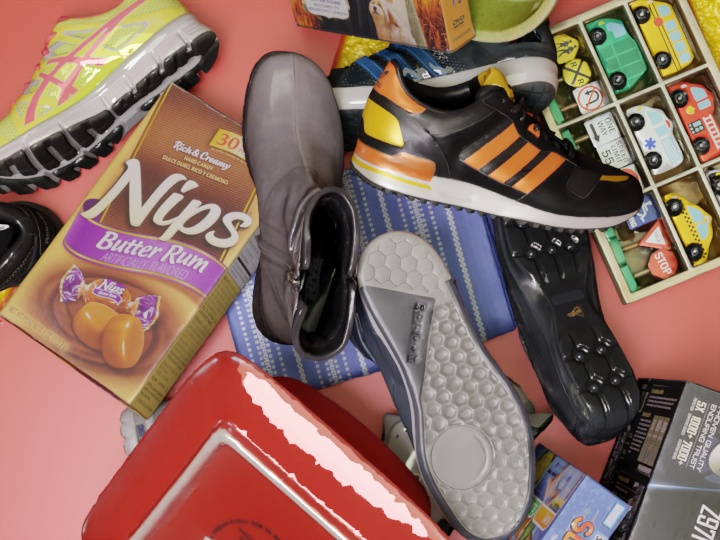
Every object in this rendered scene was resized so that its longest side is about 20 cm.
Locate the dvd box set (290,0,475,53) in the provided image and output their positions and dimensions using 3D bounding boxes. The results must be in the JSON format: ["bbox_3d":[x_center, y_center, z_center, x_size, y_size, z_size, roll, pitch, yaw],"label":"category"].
[{"bbox_3d":[-0.005,-0.244,1.081,0.146,0.200,0.029,17,43,39],"label":"dvd box set"}]

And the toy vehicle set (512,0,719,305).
[{"bbox_3d":[0.201,-0.090,1.165,0.124,0.027,0.200,-24,85,1],"label":"toy vehicle set"}]

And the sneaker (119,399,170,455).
[{"bbox_3d":[-0.097,0.176,1.136,0.082,0.075,0.200,-21,85,3],"label":"sneaker"}]

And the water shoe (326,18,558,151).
[{"bbox_3d":[0.038,-0.135,1.155,0.200,0.072,0.079,-6,67,12],"label":"water shoe"}]

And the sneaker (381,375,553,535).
[{"bbox_3d":[0.034,0.146,1.139,0.088,0.074,0.200,41,82,10],"label":"sneaker"}]

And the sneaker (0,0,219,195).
[{"bbox_3d":[-0.200,-0.130,1.169,0.200,0.078,0.090,-35,74,-4],"label":"sneaker"}]

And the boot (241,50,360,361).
[{"bbox_3d":[-0.029,-0.046,1.049,0.070,0.132,0.200,-5,90,-13],"label":"boot"}]

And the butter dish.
[{"bbox_3d":[-0.041,0.151,1.057,0.200,0.148,0.200,40,119,3],"label":"butter dish"}]

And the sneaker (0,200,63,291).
[{"bbox_3d":[-0.307,0.001,1.140,0.199,0.114,0.076,-18,84,3],"label":"sneaker"}]

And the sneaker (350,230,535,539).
[{"bbox_3d":[0.049,0.074,1.086,0.077,0.146,0.203,-20,89,-7],"label":"sneaker"}]

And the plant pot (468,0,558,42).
[{"bbox_3d":[0.118,-0.280,1.095,0.184,0.200,0.200,-35,85,-29],"label":"plant pot"}]

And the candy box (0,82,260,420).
[{"bbox_3d":[-0.137,-0.015,1.139,0.117,0.056,0.200,32,79,16],"label":"candy box"}]

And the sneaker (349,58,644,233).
[{"bbox_3d":[0.097,-0.084,1.083,0.200,0.070,0.090,9,110,-11],"label":"sneaker"}]

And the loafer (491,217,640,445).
[{"bbox_3d":[0.131,0.024,1.141,0.068,0.070,0.201,-11,69,-19],"label":"loafer"}]

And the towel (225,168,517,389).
[{"bbox_3d":[0.000,0.000,1.174,0.200,0.024,0.145,-16,87,3],"label":"towel"}]

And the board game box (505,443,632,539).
[{"bbox_3d":[0.102,0.183,1.064,0.034,0.200,0.135,35,89,-1],"label":"board game box"}]

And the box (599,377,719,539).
[{"bbox_3d":[0.202,0.158,1.062,0.086,0.200,0.164,21,87,2],"label":"box"}]
